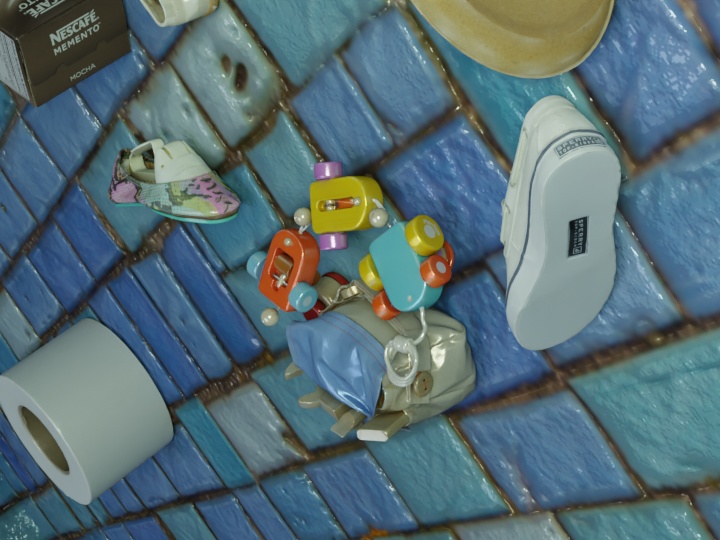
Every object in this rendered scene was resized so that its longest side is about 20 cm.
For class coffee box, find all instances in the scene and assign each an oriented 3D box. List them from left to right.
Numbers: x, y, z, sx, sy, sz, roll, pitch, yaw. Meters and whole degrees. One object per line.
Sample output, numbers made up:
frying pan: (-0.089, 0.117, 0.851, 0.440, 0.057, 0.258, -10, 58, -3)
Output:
coffee box: (-0.318, -0.248, 1.292, 0.200, 0.113, 0.080, 35, 148, 31)

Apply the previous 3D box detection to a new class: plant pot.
plant pot: (0.076, -0.206, 0.809, 0.200, 0.027, 0.201, 39, 150, 28)

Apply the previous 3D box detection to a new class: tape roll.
tape roll: (-0.357, 0.181, 1.817, 0.202, 0.139, 0.203, 38, 150, 27)

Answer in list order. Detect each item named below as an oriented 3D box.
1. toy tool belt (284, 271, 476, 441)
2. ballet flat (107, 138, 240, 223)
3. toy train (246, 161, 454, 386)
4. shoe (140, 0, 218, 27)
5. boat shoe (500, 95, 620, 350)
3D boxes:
toy tool belt: (-0.008, 0.071, 1.156, 0.200, 0.123, 0.125, 24, 141, 45)
ballet flat: (-0.184, -0.088, 1.326, 0.200, 0.069, 0.072, 12, 113, 53)
toy train: (0.000, 0.000, 1.094, 0.200, 0.055, 0.151, 31, 114, 39)
shoe: (-0.190, -0.280, 1.115, 0.200, 0.053, 0.070, 53, 153, 1)
boat shoe: (0.122, -0.030, 0.911, 0.201, 0.071, 0.070, 85, 167, -51)
